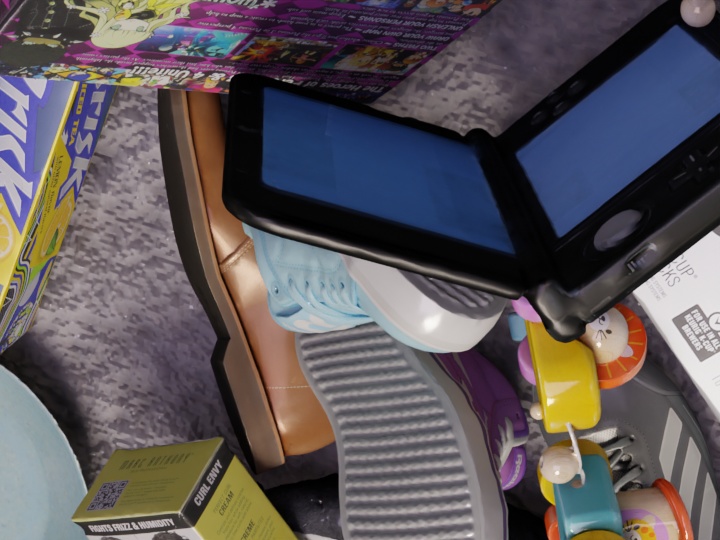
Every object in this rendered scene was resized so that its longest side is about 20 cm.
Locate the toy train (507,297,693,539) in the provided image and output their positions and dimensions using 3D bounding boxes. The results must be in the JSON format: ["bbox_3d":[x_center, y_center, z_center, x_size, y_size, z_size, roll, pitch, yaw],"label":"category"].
[{"bbox_3d":[0.096,0.055,0.726,0.056,0.150,0.200,-10,85,3],"label":"toy train"}]

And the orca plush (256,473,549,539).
[{"bbox_3d":[0.035,0.120,0.850,0.200,0.071,0.105,9,153,23],"label":"orca plush"}]

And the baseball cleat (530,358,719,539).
[{"bbox_3d":[0.132,0.121,0.784,0.070,0.106,0.200,-29,94,26],"label":"baseball cleat"}]

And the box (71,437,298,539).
[{"bbox_3d":[-0.050,0.168,0.836,0.075,0.050,0.200,-10,126,36],"label":"box"}]

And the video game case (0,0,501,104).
[{"bbox_3d":[-0.034,-0.123,0.684,0.181,0.200,0.036,-35,60,52],"label":"video game case"}]

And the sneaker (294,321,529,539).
[{"bbox_3d":[0.046,0.086,0.754,0.073,0.201,0.114,-41,128,21],"label":"sneaker"}]

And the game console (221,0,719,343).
[{"bbox_3d":[0.052,-0.065,0.650,0.176,0.200,0.116,-39,108,10],"label":"game console"}]

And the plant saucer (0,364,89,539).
[{"bbox_3d":[-0.228,0.119,0.920,0.201,0.039,0.201,4,108,14],"label":"plant saucer"}]

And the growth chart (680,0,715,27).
[{"bbox_3d":[0.109,-0.205,0.654,0.018,0.145,0.200,-10,64,-4],"label":"growth chart"}]

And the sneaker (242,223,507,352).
[{"bbox_3d":[0.000,0.000,0.715,0.074,0.200,0.082,15,108,-22],"label":"sneaker"}]

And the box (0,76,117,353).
[{"bbox_3d":[-0.169,-0.057,0.834,0.064,0.070,0.200,25,111,5],"label":"box"}]

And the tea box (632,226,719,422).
[{"bbox_3d":[0.229,-0.007,0.705,0.197,0.134,0.200,-35,94,21],"label":"tea box"}]

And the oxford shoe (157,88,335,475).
[{"bbox_3d":[-0.050,-0.008,0.829,0.071,0.071,0.200,-19,100,-10],"label":"oxford shoe"}]
